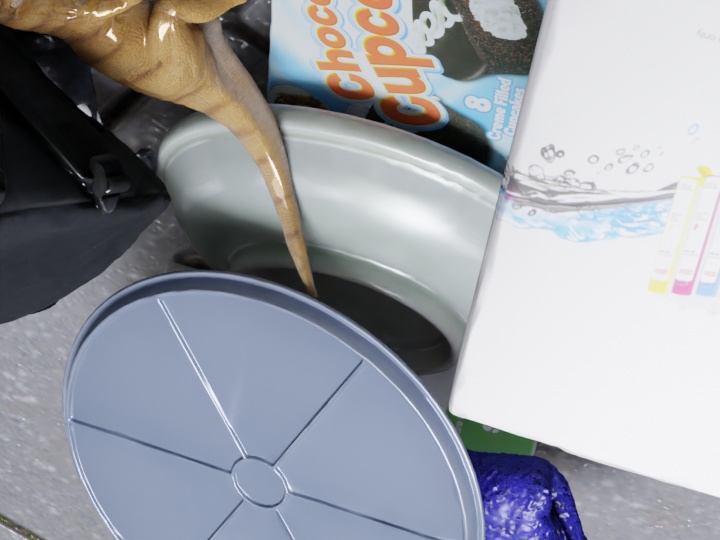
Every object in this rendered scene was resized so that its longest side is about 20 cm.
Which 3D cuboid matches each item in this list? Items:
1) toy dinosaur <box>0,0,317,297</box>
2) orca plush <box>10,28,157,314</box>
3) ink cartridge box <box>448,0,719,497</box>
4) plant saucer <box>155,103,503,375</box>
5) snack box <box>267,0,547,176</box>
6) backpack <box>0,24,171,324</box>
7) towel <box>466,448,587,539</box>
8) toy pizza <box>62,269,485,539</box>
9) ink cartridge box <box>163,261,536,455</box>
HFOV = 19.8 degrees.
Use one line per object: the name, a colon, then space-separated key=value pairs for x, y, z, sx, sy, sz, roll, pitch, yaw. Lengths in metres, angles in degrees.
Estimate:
toy dinosaur: x=-0.067 y=-0.085 z=0.768 sx=0.199 sy=0.107 sz=0.060 roll=32 pitch=-177 yaw=-39
orca plush: x=-0.135 y=-0.052 z=0.844 sx=0.105 sy=0.071 sz=0.201 roll=30 pitch=126 yaw=-4
ink cartridge box: x=0.127 y=-0.050 z=0.648 sx=0.143 sy=0.148 sz=0.202 roll=17 pitch=121 yaw=7
plant saucer: x=0.000 y=0.000 z=0.880 sx=0.198 sy=0.051 sz=0.200 roll=16 pitch=158 yaw=7
snack box: x=0.026 y=-0.109 z=0.773 sx=0.115 sy=0.037 sz=0.201 roll=16 pitch=145 yaw=7
backpack: x=-0.194 y=-0.063 z=0.749 sx=0.154 sy=0.163 sz=0.201 roll=-40 pitch=76 yaw=32
towel: x=0.008 y=0.136 z=0.950 sx=0.198 sy=0.050 sz=0.148 roll=0 pitch=139 yaw=23
toy pizza: x=-0.037 y=0.082 z=0.876 sx=0.198 sy=0.032 sz=0.202 roll=14 pitch=127 yaw=20
ink cartridge box: x=-0.016 y=0.091 z=1.016 sx=0.198 sy=0.084 sz=0.145 roll=15 pitch=144 yaw=6
